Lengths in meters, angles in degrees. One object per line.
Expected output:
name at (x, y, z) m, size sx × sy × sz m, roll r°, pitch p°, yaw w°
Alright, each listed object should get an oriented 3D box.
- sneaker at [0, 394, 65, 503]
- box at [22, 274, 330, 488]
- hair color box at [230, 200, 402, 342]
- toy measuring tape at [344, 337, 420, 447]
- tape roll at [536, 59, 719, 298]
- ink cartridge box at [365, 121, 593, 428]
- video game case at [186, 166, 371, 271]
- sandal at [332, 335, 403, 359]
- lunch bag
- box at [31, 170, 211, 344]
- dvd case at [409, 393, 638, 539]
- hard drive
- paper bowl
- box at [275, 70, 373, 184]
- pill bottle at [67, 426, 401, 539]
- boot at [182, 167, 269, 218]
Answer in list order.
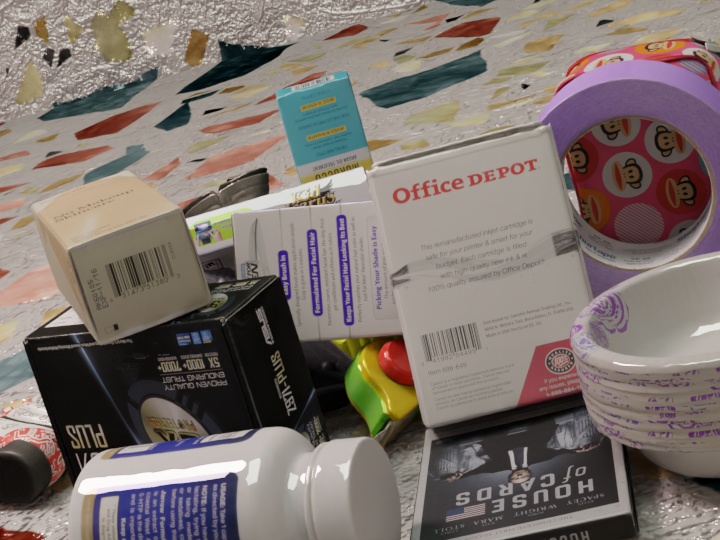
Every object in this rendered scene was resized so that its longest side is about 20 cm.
sneaker at (-0.334, 0.159, 1.424) m, size 0.200 × 0.068 × 0.108 m, roll -3°, pitch 20°, yaw 28°
box at (-0.141, 0.102, 1.247) m, size 0.199 × 0.165 × 0.086 m, roll -6°, pitch 20°, yaw 30°
hair color box at (0.000, 0.000, 1.298) m, size 0.198 × 0.110 × 0.065 m, roll -4°, pitch -1°, yaw 3°
toy measuring tape at (0.003, 0.103, 1.256) m, size 0.073 × 0.074 × 0.200 m, roll -4°, pitch 19°, yaw 35°
tape roll at (0.235, -0.074, 1.372) m, size 0.199 × 0.202 × 0.066 m, roll -11°, pitch 18°, yaw 18°
ink cartridge box at (0.097, 0.004, 1.213) m, size 0.144 × 0.202 × 0.085 m, roll -13°, pitch -4°, yaw 6°
video game case at (-0.065, -0.013, 1.533) m, size 0.180 × 0.046 × 0.200 m, roll -16°, pitch -25°, yaw 1°
sandal at (0.047, 0.041, 1.412) m, size 0.087 × 0.080 × 0.199 m, roll -23°, pitch 19°, yaw -31°
lunch bag at (0.273, -0.103, 1.426) m, size 0.175 × 0.201 × 0.082 m, roll -7°, pitch 20°, yaw 21°
box at (-0.189, -0.014, 1.243) m, size 0.094 × 0.078 × 0.200 m, roll -22°, pitch 18°, yaw -15°
dvd case at (0.112, 0.144, 1.113) m, size 0.149 × 0.025 × 0.200 m, roll -14°, pitch 16°, yaw 10°
hard drive at (-0.101, 0.064, 1.373) m, size 0.134 × 0.043 × 0.200 m, roll -9°, pitch 34°, yaw -44°
paper bowl at (0.247, 0.066, 1.084) m, size 0.199 × 0.105 × 0.201 m, roll -14°, pitch 18°, yaw 4°
box at (-0.025, -0.102, 1.706) m, size 0.082 × 0.201 × 0.049 m, roll -16°, pitch 15°, yaw 1°
pill bottle at (-0.081, 0.167, 1.064) m, size 0.198 × 0.121 × 0.120 m, roll -9°, pitch 18°, yaw 22°
boot at (-0.085, -0.049, 1.670) m, size 0.199 × 0.132 × 0.068 m, roll -20°, pitch -3°, yaw 14°
